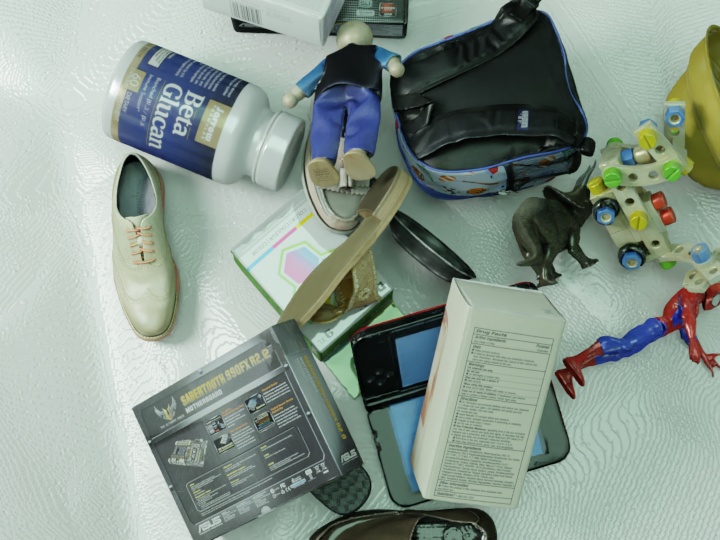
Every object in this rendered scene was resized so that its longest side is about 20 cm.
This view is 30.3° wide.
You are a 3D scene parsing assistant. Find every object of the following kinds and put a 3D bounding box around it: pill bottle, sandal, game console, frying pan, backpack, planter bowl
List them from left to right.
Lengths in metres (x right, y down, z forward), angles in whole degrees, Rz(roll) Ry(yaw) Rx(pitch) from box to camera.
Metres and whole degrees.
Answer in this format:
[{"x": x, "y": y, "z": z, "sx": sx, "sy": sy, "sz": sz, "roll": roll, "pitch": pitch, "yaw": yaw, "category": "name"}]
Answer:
[{"x": -0.164, "y": -0.159, "z": 1.412, "sx": 0.198, "sy": 0.111, "sz": 0.112, "roll": 22, "pitch": 78, "yaw": 5, "category": "pill bottle"}, {"x": -0.072, "y": 0.175, "z": 1.374, "sx": 0.200, "sy": 0.045, "sz": 0.075, "roll": 45, "pitch": 82, "yaw": 3, "category": "sandal"}, {"x": 0.002, "y": 0.001, "z": 1.337, "sx": 0.069, "sy": 0.078, "sz": 0.213, "roll": 35, "pitch": 89, "yaw": -20, "category": "sandal"}, {"x": 0.044, "y": -0.048, "z": 1.392, "sx": 0.190, "sy": 0.115, "sz": 0.031, "roll": 40, "pitch": 99, "yaw": 9, "category": "frying pan"}, {"x": 0.105, "y": 0.126, "z": 1.350, "sx": 0.198, "sy": 0.173, "sz": 0.119, "roll": -16, "pitch": 51, "yaw": -4, "category": "game console"}, {"x": 0.127, "y": -0.165, "z": 1.395, "sx": 0.189, "sy": 0.154, "sz": 0.202, "roll": -12, "pitch": 64, "yaw": -5, "category": "backpack"}, {"x": 0.377, "y": -0.150, "z": 1.404, "sx": 0.083, "sy": 0.200, "sz": 0.202, "roll": -24, "pitch": 76, "yaw": 31, "category": "planter bowl"}]

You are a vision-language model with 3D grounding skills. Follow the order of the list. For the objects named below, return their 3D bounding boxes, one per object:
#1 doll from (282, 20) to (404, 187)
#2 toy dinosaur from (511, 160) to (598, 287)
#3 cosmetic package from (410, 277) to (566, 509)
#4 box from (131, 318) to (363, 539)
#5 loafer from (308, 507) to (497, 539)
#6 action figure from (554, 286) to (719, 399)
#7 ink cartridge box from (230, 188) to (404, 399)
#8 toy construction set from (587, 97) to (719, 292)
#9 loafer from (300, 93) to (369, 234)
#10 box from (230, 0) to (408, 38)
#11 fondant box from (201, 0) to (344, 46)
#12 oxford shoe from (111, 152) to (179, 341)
[{"x": -0.017, "y": -0.181, "z": 1.363, "sx": 0.135, "sy": 0.049, "sz": 0.202, "roll": -9, "pitch": 53, "yaw": 22, "category": "doll"}, {"x": 0.190, "y": -0.038, "z": 1.383, "sx": 0.199, "sy": 0.077, "sz": 0.103, "roll": -21, "pitch": 90, "yaw": -46, "category": "toy dinosaur"}, {"x": 0.121, "y": 0.120, "z": 1.294, "sx": 0.102, "sy": 0.087, "sz": 0.202, "roll": 10, "pitch": 107, "yaw": -12, "category": "cosmetic package"}, {"x": -0.115, "y": 0.163, "z": 1.315, "sx": 0.199, "sy": 0.048, "sz": 0.159, "roll": -31, "pitch": 82, "yaw": 27, "category": "box"}, {"x": 0.041, "y": 0.270, "z": 1.336, "sx": 0.198, "sy": 0.071, "sz": 0.074, "roll": -10, "pitch": 77, "yaw": -3, "category": "loafer"}, {"x": 0.310, "y": 0.087, "z": 1.373, "sx": 0.199, "sy": 0.065, "sz": 0.099, "roll": -31, "pitch": 74, "yaw": -16, "category": "action figure"}, {"x": -0.034, "y": 0.024, "z": 1.398, "sx": 0.104, "sy": 0.059, "sz": 0.200, "roll": -40, "pitch": 81, "yaw": -10, "category": "ink cartridge box"}, {"x": 0.309, "y": -0.065, "z": 1.360, "sx": 0.130, "sy": 0.092, "sz": 0.201, "roll": -22, "pitch": 103, "yaw": 25, "category": "toy construction set"}, {"x": -0.022, "y": -0.137, "z": 1.403, "sx": 0.071, "sy": 0.063, "sz": 0.202, "roll": 9, "pitch": 57, "yaw": -18, "category": "loafer"}, {"x": -0.043, "y": -0.346, "z": 1.490, "sx": 0.198, "sy": 0.044, "sz": 0.162, "roll": 3, "pitch": 78, "yaw": 1, "category": "box"}, {"x": -0.070, "y": -0.354, "z": 1.425, "sx": 0.143, "sy": 0.058, "sz": 0.201, "roll": 19, "pitch": 69, "yaw": 9, "category": "fondant box"}, {"x": -0.235, "y": -0.026, "z": 1.401, "sx": 0.070, "sy": 0.074, "sz": 0.202, "roll": -11, "pitch": 77, "yaw": -3, "category": "oxford shoe"}]
